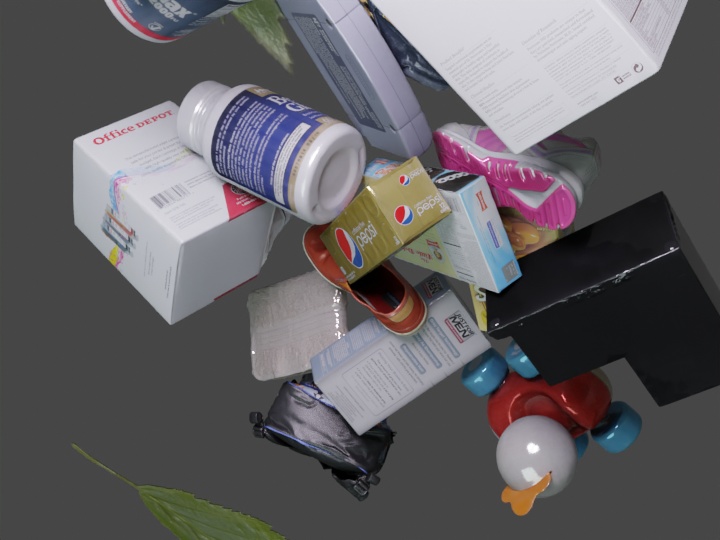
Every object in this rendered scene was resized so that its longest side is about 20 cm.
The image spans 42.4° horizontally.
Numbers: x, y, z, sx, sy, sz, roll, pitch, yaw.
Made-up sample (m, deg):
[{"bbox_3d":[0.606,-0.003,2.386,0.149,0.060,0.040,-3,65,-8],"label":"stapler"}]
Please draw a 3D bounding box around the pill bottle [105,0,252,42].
[{"bbox_3d":[-0.145,-0.300,0.867,0.199,0.120,0.120,-12,126,42],"label":"pill bottle"}]

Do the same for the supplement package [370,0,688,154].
[{"bbox_3d":[0.130,-0.233,0.721,0.200,0.151,0.151,43,142,-15],"label":"supplement package"}]

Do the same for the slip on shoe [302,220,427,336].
[{"bbox_3d":[0.000,0.000,1.098,0.200,0.074,0.061,43,178,32],"label":"slip on shoe"}]

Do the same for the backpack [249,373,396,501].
[{"bbox_3d":[-0.037,0.221,1.332,0.199,0.155,0.191,28,164,10],"label":"backpack"}]

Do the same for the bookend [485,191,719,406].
[{"bbox_3d":[0.262,0.057,0.937,0.198,0.092,0.200,-27,121,25],"label":"bookend"}]

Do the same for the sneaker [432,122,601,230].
[{"bbox_3d":[0.154,-0.106,0.908,0.199,0.088,0.082,29,148,44],"label":"sneaker"}]

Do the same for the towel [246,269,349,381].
[{"bbox_3d":[-0.087,0.074,1.248,0.034,0.134,0.199,6,162,-42],"label":"towel"}]

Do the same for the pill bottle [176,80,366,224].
[{"bbox_3d":[-0.102,-0.137,1.013,0.199,0.111,0.112,27,144,26],"label":"pill bottle"}]

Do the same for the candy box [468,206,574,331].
[{"bbox_3d":[0.175,-0.012,1.014,0.115,0.055,0.201,9,136,29],"label":"candy box"}]

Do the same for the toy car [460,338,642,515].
[{"bbox_3d":[0.207,0.208,1.119,0.184,0.201,0.177,41,142,-12],"label":"toy car"}]

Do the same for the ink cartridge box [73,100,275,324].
[{"bbox_3d":[-0.226,-0.073,1.103,0.200,0.145,0.145,43,140,21],"label":"ink cartridge box"}]

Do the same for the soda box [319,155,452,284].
[{"bbox_3d":[0.021,-0.048,0.966,0.068,0.064,0.200,57,160,2],"label":"soda box"}]

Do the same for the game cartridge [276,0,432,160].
[{"bbox_3d":[-0.006,-0.200,0.899,0.201,0.041,0.133,56,165,-28],"label":"game cartridge"}]

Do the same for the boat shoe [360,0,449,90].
[{"bbox_3d":[0.026,-0.246,0.846,0.200,0.071,0.091,37,141,-8],"label":"boat shoe"}]

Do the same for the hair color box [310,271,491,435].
[{"bbox_3d":[0.048,0.100,1.134,0.199,0.061,0.099,-35,115,8],"label":"hair color box"}]

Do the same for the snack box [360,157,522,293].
[{"bbox_3d":[0.078,-0.052,0.977,0.200,0.037,0.117,22,141,58],"label":"snack box"}]

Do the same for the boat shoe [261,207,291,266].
[{"bbox_3d":[-0.155,-0.032,1.216,0.073,0.066,0.200,33,143,-2],"label":"boat shoe"}]
